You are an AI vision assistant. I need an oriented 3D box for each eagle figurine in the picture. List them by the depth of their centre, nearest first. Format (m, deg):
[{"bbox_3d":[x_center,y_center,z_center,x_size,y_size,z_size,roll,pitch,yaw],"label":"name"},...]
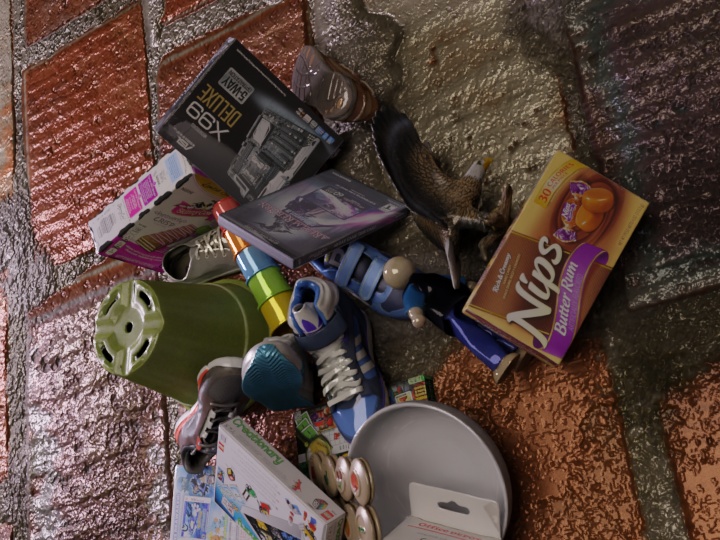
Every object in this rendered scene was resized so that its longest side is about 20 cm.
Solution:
[{"bbox_3d":[0.097,-0.090,1.136,0.199,0.151,0.153,29,126,26],"label":"eagle figurine"}]

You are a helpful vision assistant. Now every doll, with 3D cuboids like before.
[{"bbox_3d":[0.103,0.046,1.109,0.200,0.136,0.049,40,126,25],"label":"doll"}]

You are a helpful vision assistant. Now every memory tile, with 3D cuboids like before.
[{"bbox_3d":[-0.018,0.287,1.101,0.200,0.017,0.155,159,103,-68],"label":"memory tile"}]

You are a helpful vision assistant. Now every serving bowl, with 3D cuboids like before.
[{"bbox_3d":[0.083,0.236,1.085,0.198,0.066,0.202,7,104,28],"label":"serving bowl"}]

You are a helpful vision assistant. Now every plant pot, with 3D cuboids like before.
[{"bbox_3d":[-0.245,0.089,1.286,0.198,0.189,0.202,-10,71,31],"label":"plant pot"}]

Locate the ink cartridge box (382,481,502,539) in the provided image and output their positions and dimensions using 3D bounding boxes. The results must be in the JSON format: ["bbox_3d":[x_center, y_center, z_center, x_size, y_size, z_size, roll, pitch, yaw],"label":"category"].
[{"bbox_3d":[0.087,0.338,1.026,0.116,0.067,0.202,5,103,31],"label":"ink cartridge box"}]

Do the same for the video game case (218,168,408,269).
[{"bbox_3d":[-0.057,-0.069,1.213,0.142,0.199,0.019,29,130,35],"label":"video game case"}]

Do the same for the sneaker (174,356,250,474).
[{"bbox_3d":[-0.180,0.191,1.233,0.082,0.076,0.201,-103,31,-42],"label":"sneaker"}]

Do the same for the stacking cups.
[{"bbox_3d":[-0.138,-0.007,1.301,0.060,0.060,0.201,-38,68,20],"label":"stacking cups"}]

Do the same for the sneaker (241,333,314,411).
[{"bbox_3d":[-0.103,0.115,1.183,0.076,0.200,0.082,-8,69,2],"label":"sneaker"}]

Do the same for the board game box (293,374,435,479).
[{"bbox_3d":[0.006,0.204,1.191,0.199,0.023,0.106,-20,69,28],"label":"board game box"}]

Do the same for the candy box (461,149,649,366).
[{"bbox_3d":[0.208,-0.013,1.044,0.116,0.056,0.201,31,84,3],"label":"candy box"}]

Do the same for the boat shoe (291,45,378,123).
[{"bbox_3d":[-0.036,-0.246,1.309,0.076,0.071,0.200,-64,34,22],"label":"boat shoe"}]

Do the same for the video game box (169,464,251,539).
[{"bbox_3d":[-0.169,0.355,1.253,0.181,0.047,0.202,-6,74,30],"label":"video game box"}]

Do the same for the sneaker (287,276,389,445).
[{"bbox_3d":[-0.039,0.103,1.151,0.080,0.146,0.202,-25,53,23],"label":"sneaker"}]

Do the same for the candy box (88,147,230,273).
[{"bbox_3d":[-0.269,-0.085,1.380,0.199,0.136,0.061,-37,61,21],"label":"candy box"}]

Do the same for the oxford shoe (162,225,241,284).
[{"bbox_3d":[-0.203,-0.030,1.370,0.199,0.058,0.076,-24,61,24],"label":"oxford shoe"}]

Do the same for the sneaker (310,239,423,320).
[{"bbox_3d":[0.000,0.000,1.211,0.199,0.082,0.074,29,93,33],"label":"sneaker"}]

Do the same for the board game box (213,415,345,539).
[{"bbox_3d":[-0.101,0.280,1.145,0.199,0.034,0.127,34,129,35],"label":"board game box"}]

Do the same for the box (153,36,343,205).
[{"bbox_3d":[-0.147,-0.180,1.274,0.158,0.200,0.050,-49,24,0],"label":"box"}]
